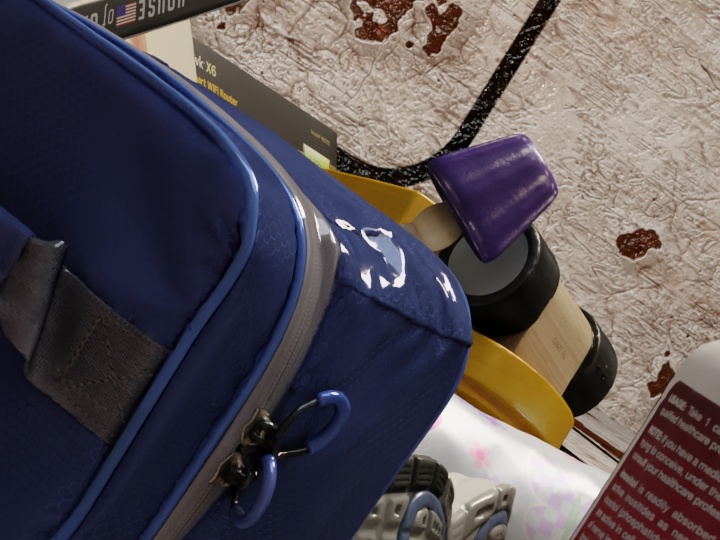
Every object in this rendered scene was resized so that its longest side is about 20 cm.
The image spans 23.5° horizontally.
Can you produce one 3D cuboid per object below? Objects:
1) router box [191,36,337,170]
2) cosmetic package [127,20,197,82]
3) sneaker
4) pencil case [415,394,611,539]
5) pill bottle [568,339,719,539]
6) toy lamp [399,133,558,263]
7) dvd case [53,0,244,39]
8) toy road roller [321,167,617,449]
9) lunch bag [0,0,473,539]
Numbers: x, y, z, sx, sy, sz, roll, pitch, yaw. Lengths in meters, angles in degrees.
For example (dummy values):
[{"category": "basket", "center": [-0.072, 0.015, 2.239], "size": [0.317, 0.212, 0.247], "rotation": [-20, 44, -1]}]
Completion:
[{"category": "router box", "center": [-0.081, -0.030, 0.948], "size": [0.052, 0.158, 0.200], "rotation": [-7, -17, 27]}, {"category": "cosmetic package", "center": [-0.139, -0.092, 0.813], "size": [0.087, 0.103, 0.200], "rotation": [28, 49, -61]}, {"category": "sneaker", "center": [-0.006, 0.096, 0.631], "size": [0.087, 0.075, 0.200], "rotation": [17, -6, 19]}, {"category": "pencil case", "center": [0.048, 0.099, 0.783], "size": [0.200, 0.091, 0.083], "rotation": [33, -41, -14]}, {"category": "pill bottle", "center": [0.137, 0.099, 0.605], "size": [0.113, 0.200, 0.113], "rotation": [32, 3, -2]}, {"category": "toy lamp", "center": [0.000, 0.000, 0.816], "size": [0.058, 0.200, 0.058], "rotation": [59, -2, 3]}, {"category": "dvd case", "center": [-0.155, -0.113, 0.654], "size": [0.150, 0.025, 0.200], "rotation": [20, 26, 22]}, {"category": "toy road roller", "center": [0.020, 0.044, 0.899], "size": [0.200, 0.146, 0.123], "rotation": [20, -21, 39]}, {"category": "lunch bag", "center": [-0.077, 0.009, 0.481], "size": [0.200, 0.136, 0.132], "rotation": [36, 5, 39]}]
